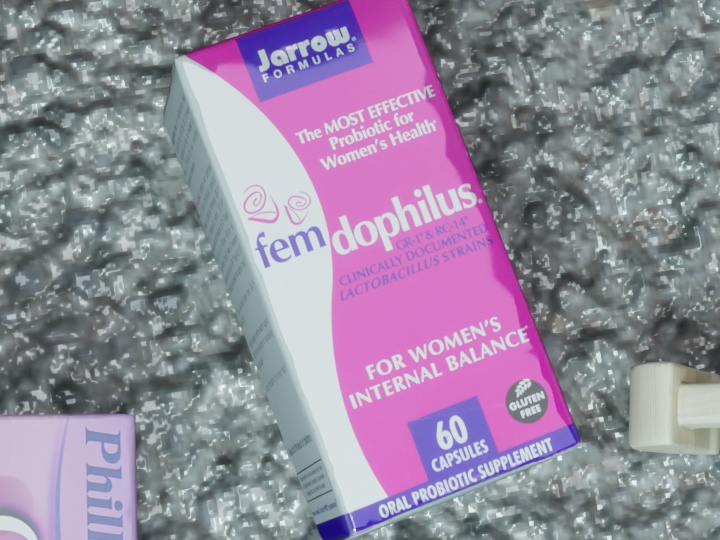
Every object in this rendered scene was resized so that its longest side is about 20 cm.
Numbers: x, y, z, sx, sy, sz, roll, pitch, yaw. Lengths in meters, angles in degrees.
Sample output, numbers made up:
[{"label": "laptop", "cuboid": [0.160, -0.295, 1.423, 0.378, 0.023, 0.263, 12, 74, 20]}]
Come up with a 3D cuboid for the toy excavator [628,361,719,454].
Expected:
[{"label": "toy excavator", "cuboid": [0.239, 0.056, 0.896, 0.199, 0.194, 0.101, 9, 79, -35]}]

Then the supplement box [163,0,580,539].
[{"label": "supplement box", "cuboid": [0.000, 0.000, 0.877, 0.101, 0.103, 0.201, -21, 83, -10]}]

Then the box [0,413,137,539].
[{"label": "box", "cuboid": [-0.185, 0.148, 0.829, 0.198, 0.097, 0.177, 0, 81, -9]}]
